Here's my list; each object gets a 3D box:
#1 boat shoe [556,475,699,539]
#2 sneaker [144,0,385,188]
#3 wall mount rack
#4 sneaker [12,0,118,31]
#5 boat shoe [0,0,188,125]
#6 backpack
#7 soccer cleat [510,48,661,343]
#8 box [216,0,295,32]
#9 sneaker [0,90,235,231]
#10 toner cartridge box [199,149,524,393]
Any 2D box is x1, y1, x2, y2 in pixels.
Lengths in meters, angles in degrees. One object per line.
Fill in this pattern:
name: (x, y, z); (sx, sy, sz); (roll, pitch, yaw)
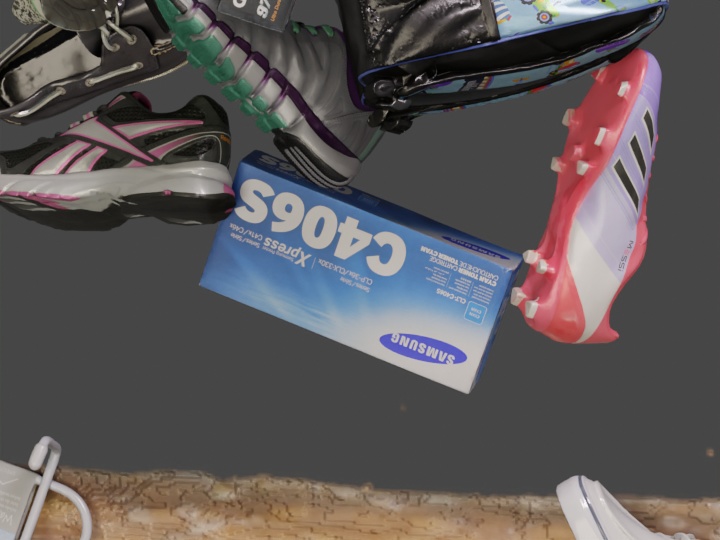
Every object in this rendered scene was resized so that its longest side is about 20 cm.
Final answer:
boat shoe: (0.210, 0.207, 1.731); (0.065, 0.074, 0.200); (-37, 103, 14)
sneaker: (-0.058, -0.149, 1.698); (0.088, 0.074, 0.200); (-47, 106, -14)
wall mount rack: (-0.298, 0.183, 1.819); (0.199, 0.075, 0.174); (18, 82, 9)
sneaker: (-0.209, -0.251, 1.705); (0.088, 0.077, 0.201); (-9, 75, 49)
boat shoe: (-0.170, -0.153, 1.733); (0.200, 0.063, 0.073); (-26, 94, 17)
backpack: (0.085, -0.175, 1.611); (0.199, 0.183, 0.135); (-14, 87, 1)
soccer cleat: (0.163, -0.047, 1.687); (0.076, 0.067, 0.201); (14, 103, -23)
box: (-0.037, -0.248, 1.606); (0.046, 0.200, 0.159); (19, 108, -4)
sneaker: (-0.169, -0.078, 1.755); (0.199, 0.080, 0.087); (1, 72, 21)
toner cartridge box: (0.000, 0.000, 1.740); (0.199, 0.043, 0.095); (21, 108, 8)
